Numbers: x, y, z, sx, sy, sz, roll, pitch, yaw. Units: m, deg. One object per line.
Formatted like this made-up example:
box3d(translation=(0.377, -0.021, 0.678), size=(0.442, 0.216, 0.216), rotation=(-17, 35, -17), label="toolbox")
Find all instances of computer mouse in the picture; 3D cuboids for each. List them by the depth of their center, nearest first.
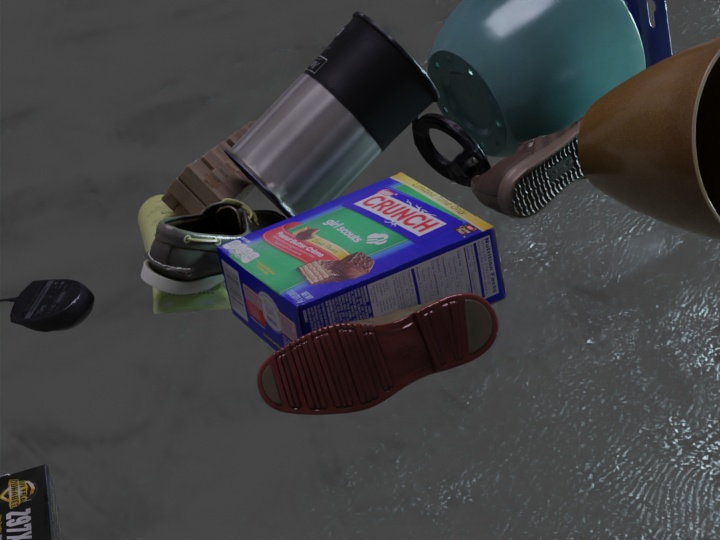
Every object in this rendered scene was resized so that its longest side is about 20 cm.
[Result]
box3d(translation=(-0.332, 0.038, 1.501), size=(0.198, 0.034, 0.059), rotation=(0, 45, 32), label="computer mouse")

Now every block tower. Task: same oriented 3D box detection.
box3d(translation=(-0.135, -0.097, 1.593), size=(0.054, 0.058, 0.200), rotation=(-44, 1, 24), label="block tower")

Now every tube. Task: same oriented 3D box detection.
box3d(translation=(-0.174, -0.010, 1.507), size=(0.058, 0.052, 0.200), rotation=(-39, 32, 7), label="tube")

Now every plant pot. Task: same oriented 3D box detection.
box3d(translation=(0.293, -0.118, 1.414), size=(0.185, 0.189, 0.199), rotation=(-27, 17, -30), label="plant pot")
box3d(translation=(0.166, -0.211, 1.615), size=(0.160, 0.202, 0.200), rotation=(-36, 34, -21), label="plant pot")

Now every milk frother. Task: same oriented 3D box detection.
box3d(translation=(0.004, -0.109, 1.534), size=(0.188, 0.200, 0.181), rotation=(-46, -5, -1), label="milk frother")

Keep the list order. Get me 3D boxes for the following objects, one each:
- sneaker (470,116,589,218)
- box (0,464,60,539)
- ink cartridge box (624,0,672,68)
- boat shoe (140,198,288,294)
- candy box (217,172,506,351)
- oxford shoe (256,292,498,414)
box3d(translation=(0.193, -0.117, 1.546), size=(0.199, 0.071, 0.075), rotation=(-27, 29, -30), label="sneaker")
box3d(translation=(-0.285, 0.222, 1.090), size=(0.158, 0.050, 0.200), rotation=(-13, 26, -9), label="box")
box3d(translation=(0.259, -0.299, 1.735), size=(0.047, 0.200, 0.200), rotation=(-24, 28, -19), label="ink cartridge box")
box3d(translation=(-0.125, -0.031, 1.462), size=(0.072, 0.061, 0.201), rotation=(25, 24, 25), label="boat shoe")
box3d(translation=(0.000, 0.000, 1.383), size=(0.198, 0.078, 0.169), rotation=(-21, 28, -22), label="candy box")
box3d(translation=(0.014, 0.071, 1.275), size=(0.197, 0.071, 0.075), rotation=(-14, 0, -3), label="oxford shoe")
